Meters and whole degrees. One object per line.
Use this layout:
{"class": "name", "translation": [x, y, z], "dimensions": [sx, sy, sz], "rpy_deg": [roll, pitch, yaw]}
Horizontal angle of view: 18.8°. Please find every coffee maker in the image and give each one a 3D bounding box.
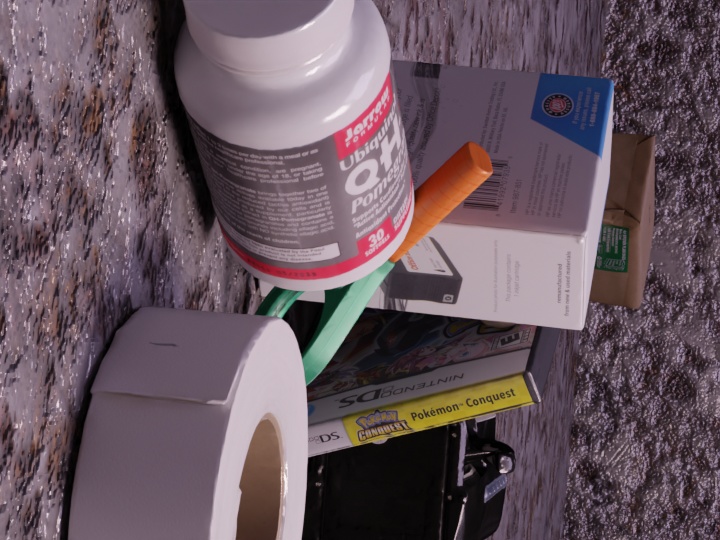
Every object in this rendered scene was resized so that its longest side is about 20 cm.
{"class": "coffee maker", "translation": [0.026, 0.167, 1.551], "dimensions": [0.193, 0.134, 0.200], "rpy_deg": [-63, 169, 7]}

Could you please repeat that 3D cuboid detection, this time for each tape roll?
{"class": "tape roll", "translation": [-0.081, 0.119, 1.072], "dimensions": [0.202, 0.071, 0.203], "rpy_deg": [5, 90, -78]}

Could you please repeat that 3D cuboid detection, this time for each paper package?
{"class": "paper package", "translation": [0.376, -0.076, 3.200], "dimensions": [0.200, 0.103, 0.191], "rpy_deg": [82, 17, -50]}

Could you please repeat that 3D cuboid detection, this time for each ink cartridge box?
{"class": "ink cartridge box", "translation": [0.046, -0.050, 1.311], "dimensions": [0.084, 0.199, 0.145], "rpy_deg": [86, 14, -44]}

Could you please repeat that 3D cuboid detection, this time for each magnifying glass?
{"class": "magnifying glass", "translation": [0.000, 0.000, 1.223], "dimensions": [0.200, 0.022, 0.080], "rpy_deg": [-45, -148, 26]}

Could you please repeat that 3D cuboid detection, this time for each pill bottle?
{"class": "pill bottle", "translation": [-0.035, -0.086, 1.117], "dimensions": [0.200, 0.110, 0.111], "rpy_deg": [78, 20, -56]}

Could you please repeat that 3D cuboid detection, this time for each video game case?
{"class": "video game case", "translation": [0.043, 0.045, 1.394], "dimensions": [0.200, 0.180, 0.026], "rpy_deg": [-66, 136, -59]}

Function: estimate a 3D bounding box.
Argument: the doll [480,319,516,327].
{"class": "doll", "translation": [0.045, -0.020, 1.389], "dimensions": [0.200, 0.136, 0.049], "rpy_deg": [45, -48, 46]}
